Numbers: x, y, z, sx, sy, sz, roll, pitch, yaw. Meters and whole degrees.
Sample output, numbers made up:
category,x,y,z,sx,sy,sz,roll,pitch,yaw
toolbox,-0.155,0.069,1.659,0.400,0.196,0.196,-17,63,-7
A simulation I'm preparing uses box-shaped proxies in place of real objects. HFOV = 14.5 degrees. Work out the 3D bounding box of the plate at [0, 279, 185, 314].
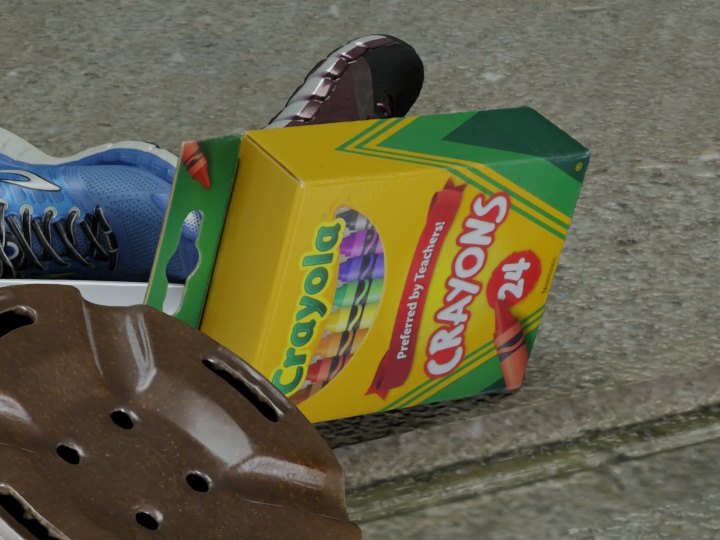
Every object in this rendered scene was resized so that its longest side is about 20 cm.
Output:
category,x,y,z,sx,sy,sz,roll,pitch,yaw
plate,-0.162,0.063,1.257,0.199,0.032,0.200,1,28,-2

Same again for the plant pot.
category,x,y,z,sx,sy,sz,roll,pitch,yaw
plant pot,-0.108,0.126,0.887,0.200,0.198,0.201,24,32,-16

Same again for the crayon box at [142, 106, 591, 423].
category,x,y,z,sx,sy,sz,roll,pitch,yaw
crayon box,0.000,0.000,1.246,0.200,0.127,0.051,-8,35,-37

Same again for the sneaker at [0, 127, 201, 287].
category,x,y,z,sx,sy,sz,roll,pitch,yaw
sneaker,-0.155,-0.017,1.377,0.199,0.079,0.089,8,32,30

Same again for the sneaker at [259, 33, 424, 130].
category,x,y,z,sx,sy,sz,roll,pitch,yaw
sneaker,0.003,-0.043,1.440,0.115,0.076,0.200,23,44,26
